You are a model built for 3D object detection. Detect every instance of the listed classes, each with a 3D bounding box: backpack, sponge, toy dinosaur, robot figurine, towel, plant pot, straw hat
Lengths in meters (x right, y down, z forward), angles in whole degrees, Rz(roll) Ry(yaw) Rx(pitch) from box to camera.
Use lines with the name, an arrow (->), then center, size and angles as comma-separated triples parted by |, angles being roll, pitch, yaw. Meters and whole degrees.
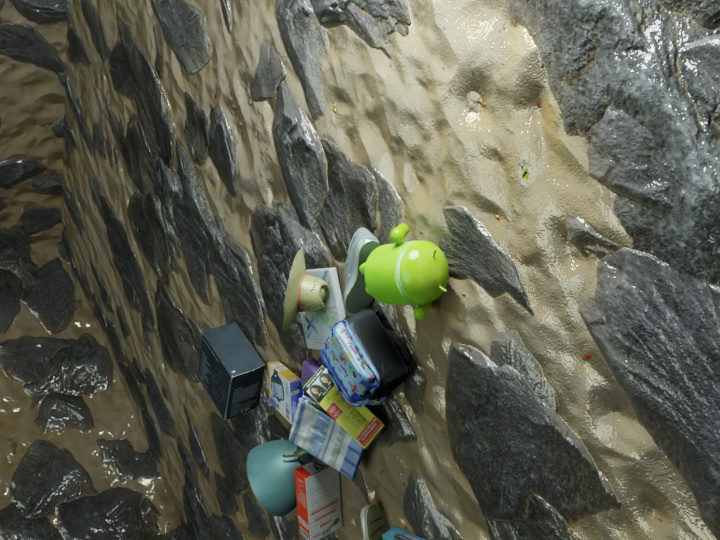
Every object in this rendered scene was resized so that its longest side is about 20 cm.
backpack -> -0.004, 0.210, 1.398 | 0.184, 0.133, 0.201 | 58, 144, 22
sponge -> -0.121, 0.344, 1.690 | 0.111, 0.029, 0.204 | 37, 129, 40
toy dinosaur -> -0.106, 0.462, 1.662 | 0.199, 0.047, 0.089 | -39, 79, 15
robot figurine -> 0.085, 0.005, 1.214 | 0.198, 0.114, 0.179 | -4, 105, 53
towel -> -0.082, 0.407, 1.549 | 0.197, 0.024, 0.149 | 28, 119, 17
plant pot -> -0.200, 0.551, 1.766 | 0.133, 0.200, 0.203 | -32, 74, 15
straw hat -> -0.118, 0.055, 1.489 | 0.083, 0.202, 0.205 | 10, 120, 3

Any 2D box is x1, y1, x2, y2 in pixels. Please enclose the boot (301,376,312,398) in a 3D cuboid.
boot -> -0.075, 0.378, 1.589 | 0.162, 0.065, 0.204 | 13, 116, 33

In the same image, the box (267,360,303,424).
box -> -0.204, 0.336, 1.755 | 0.199, 0.041, 0.122 | -160, 66, -63

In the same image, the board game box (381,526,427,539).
board game box -> 0.130, 0.715, 1.474 | 0.150, 0.046, 0.205 | -6, 97, 54

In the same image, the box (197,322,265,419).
box -> -0.403, 0.309, 1.977 | 0.200, 0.122, 0.199 | 47, 137, 33

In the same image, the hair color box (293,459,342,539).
hair color box -> -0.112, 0.608, 1.707 | 0.063, 0.109, 0.205 | 16, 115, 50

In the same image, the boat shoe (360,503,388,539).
boat shoe -> 0.033, 0.670, 1.564 | 0.068, 0.074, 0.204 | -12, 94, 48

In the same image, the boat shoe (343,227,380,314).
boat shoe -> -0.001, 0.000, 1.381 | 0.072, 0.069, 0.204 | -117, 32, -48

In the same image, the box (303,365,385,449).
box -> -0.038, 0.316, 1.478 | 0.200, 0.075, 0.050 | 42, 173, 14

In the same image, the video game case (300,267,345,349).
video game case -> -0.097, 0.097, 1.573 | 0.181, 0.022, 0.205 | -4, 99, 54
